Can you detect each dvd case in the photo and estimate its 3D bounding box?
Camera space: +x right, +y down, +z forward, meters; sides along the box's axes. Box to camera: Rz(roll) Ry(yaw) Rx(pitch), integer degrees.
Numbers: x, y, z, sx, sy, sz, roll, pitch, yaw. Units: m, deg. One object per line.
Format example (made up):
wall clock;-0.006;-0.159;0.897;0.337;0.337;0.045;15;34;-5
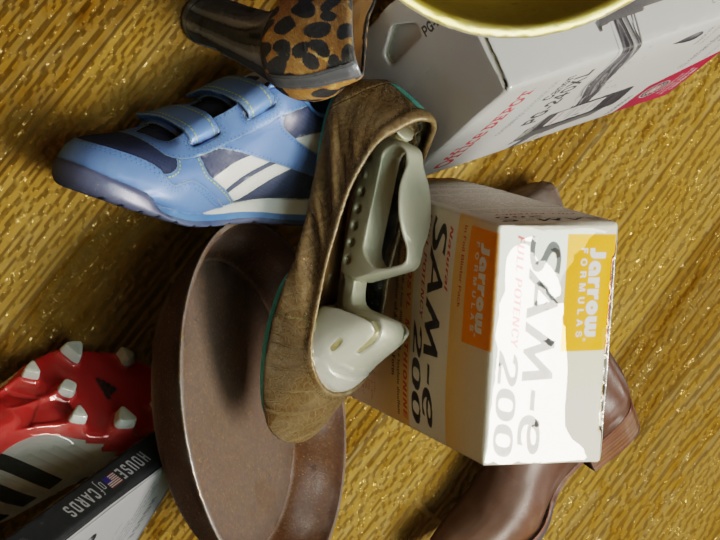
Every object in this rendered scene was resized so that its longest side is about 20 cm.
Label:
dvd case;-0.165;0.166;1.210;0.151;0.025;0.200;-57;172;24

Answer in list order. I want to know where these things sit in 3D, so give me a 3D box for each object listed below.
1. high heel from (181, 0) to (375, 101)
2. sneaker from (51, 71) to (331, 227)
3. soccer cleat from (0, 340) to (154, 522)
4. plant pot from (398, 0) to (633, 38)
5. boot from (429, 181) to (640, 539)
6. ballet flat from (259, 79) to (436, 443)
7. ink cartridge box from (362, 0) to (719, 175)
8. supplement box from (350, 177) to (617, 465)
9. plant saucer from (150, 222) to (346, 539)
high heel;0.015;-0.162;1.232;0.200;0.142;0.072;-41;126;-15
sneaker;-0.077;-0.069;1.253;0.199;0.074;0.083;-4;109;-43
soccer cleat;-0.185;0.096;1.249;0.199;0.069;0.085;-20;152;-43
plant pot;0.052;-0.218;0.997;0.199;0.142;0.201;-10;120;-19
boot;0.077;0.065;1.419;0.186;0.064;0.201;-42;128;-25
ballet flat;0.000;0.000;1.244;0.068;0.072;0.201;13;93;-47
ink cartridge box;0.110;-0.132;1.302;0.199;0.145;0.084;-20;80;-28
supplement box;0.057;0.022;1.275;0.073;0.200;0.127;0;98;-23
plant saucer;-0.063;0.073;1.283;0.200;0.034;0.202;-7;90;-66
